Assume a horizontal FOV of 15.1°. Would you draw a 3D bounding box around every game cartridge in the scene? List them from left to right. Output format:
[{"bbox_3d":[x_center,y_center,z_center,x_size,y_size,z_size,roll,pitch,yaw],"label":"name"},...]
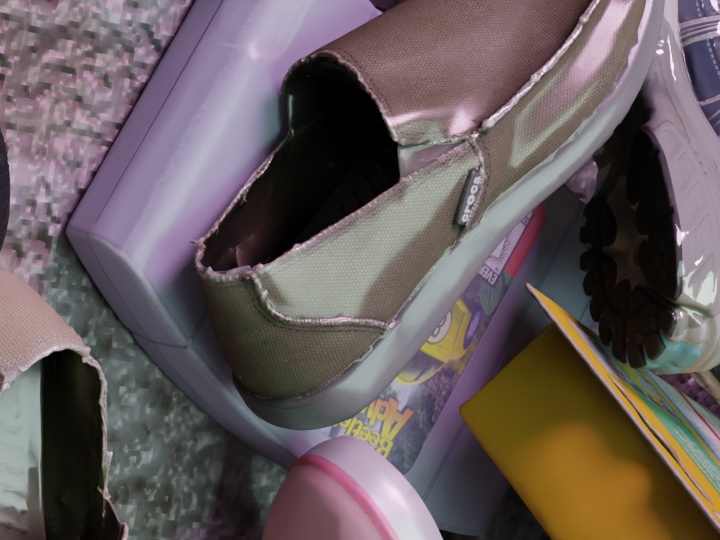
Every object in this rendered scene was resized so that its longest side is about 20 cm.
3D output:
[{"bbox_3d":[0.000,0.000,0.879,0.200,0.041,0.134,39,78,-39],"label":"game cartridge"}]

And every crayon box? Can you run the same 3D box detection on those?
[{"bbox_3d":[0.109,0.089,0.891,0.052,0.126,0.200,-42,150,9],"label":"crayon box"}]

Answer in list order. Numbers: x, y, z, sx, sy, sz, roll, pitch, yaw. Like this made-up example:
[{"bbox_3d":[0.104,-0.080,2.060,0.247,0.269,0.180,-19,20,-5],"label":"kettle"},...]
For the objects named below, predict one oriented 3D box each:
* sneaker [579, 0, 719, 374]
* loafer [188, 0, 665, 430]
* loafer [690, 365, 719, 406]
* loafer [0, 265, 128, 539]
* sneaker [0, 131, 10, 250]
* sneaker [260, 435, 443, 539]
[{"bbox_3d":[0.113,-0.054,0.892,0.086,0.078,0.201,8,62,-23],"label":"sneaker"},{"bbox_3d":[0.021,-0.046,0.813,0.200,0.075,0.070,-55,132,-17],"label":"loafer"},{"bbox_3d":[0.157,0.043,0.967,0.200,0.072,0.063,36,31,-44],"label":"loafer"},{"bbox_3d":[-0.106,0.097,0.784,0.075,0.068,0.201,-17,110,-37],"label":"loafer"},{"bbox_3d":[-0.165,0.000,0.716,0.200,0.086,0.074,-60,140,-45],"label":"sneaker"},{"bbox_3d":[-0.026,0.155,0.848,0.104,0.075,0.201,-22,127,-36],"label":"sneaker"}]
